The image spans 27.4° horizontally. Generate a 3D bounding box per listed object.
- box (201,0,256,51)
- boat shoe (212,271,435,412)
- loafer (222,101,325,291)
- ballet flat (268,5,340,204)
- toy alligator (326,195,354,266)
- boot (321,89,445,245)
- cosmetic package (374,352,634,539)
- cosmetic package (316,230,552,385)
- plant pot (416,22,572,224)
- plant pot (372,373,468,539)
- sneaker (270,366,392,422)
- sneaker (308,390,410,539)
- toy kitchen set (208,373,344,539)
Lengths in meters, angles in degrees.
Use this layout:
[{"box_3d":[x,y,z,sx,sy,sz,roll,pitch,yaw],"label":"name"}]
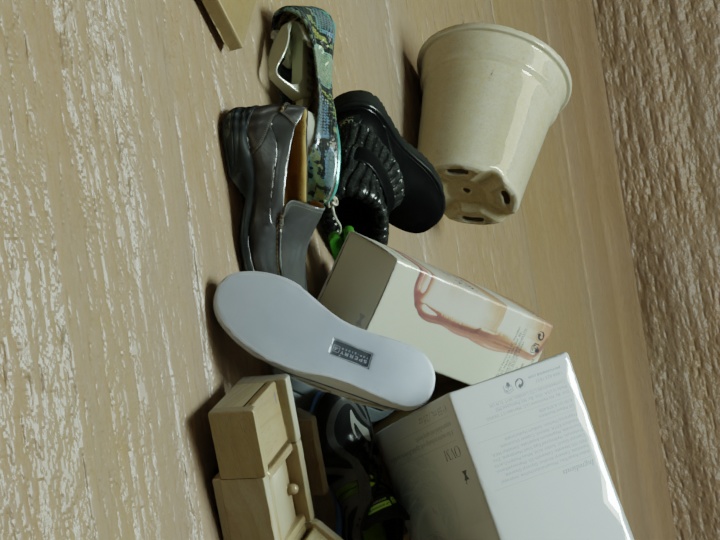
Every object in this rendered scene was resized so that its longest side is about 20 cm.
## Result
[{"box_3d":[-0.136,-0.320,1.290,0.165,0.021,0.201,-80,154,-42],"label":"box"},{"box_3d":[-0.036,0.068,1.229,0.074,0.199,0.065,-63,-174,-23],"label":"boat shoe"},{"box_3d":[-0.066,-0.047,1.287,0.073,0.071,0.203,-33,113,-70],"label":"loafer"},{"box_3d":[-0.060,-0.159,1.390,0.074,0.073,0.202,40,42,-61],"label":"ballet flat"},{"box_3d":[0.000,0.000,1.436,0.059,0.054,0.202,-104,-173,-67],"label":"toy alligator"},{"box_3d":[0.023,-0.067,1.533,0.211,0.079,0.159,47,30,-40],"label":"boot"},{"box_3d":[0.122,0.201,1.261,0.202,0.122,0.199,69,-21,9],"label":"cosmetic package"},{"box_3d":[0.070,0.044,1.396,0.199,0.103,0.088,21,97,-34],"label":"cosmetic package"},{"box_3d":[0.146,-0.167,1.806,0.201,0.198,0.185,55,43,-50],"label":"plant pot"},{"box_3d":[0.077,0.194,1.459,0.199,0.185,0.189,-12,92,-58],"label":"plant pot"},{"box_3d":[-0.032,0.087,1.356,0.071,0.073,0.200,58,10,30],"label":"sneaker"},{"box_3d":[0.006,0.195,1.313,0.070,0.082,0.202,-16,96,-36],"label":"sneaker"},{"box_3d":[-0.003,0.175,1.202,0.163,0.178,0.203,-47,129,-67],"label":"toy kitchen set"}]
